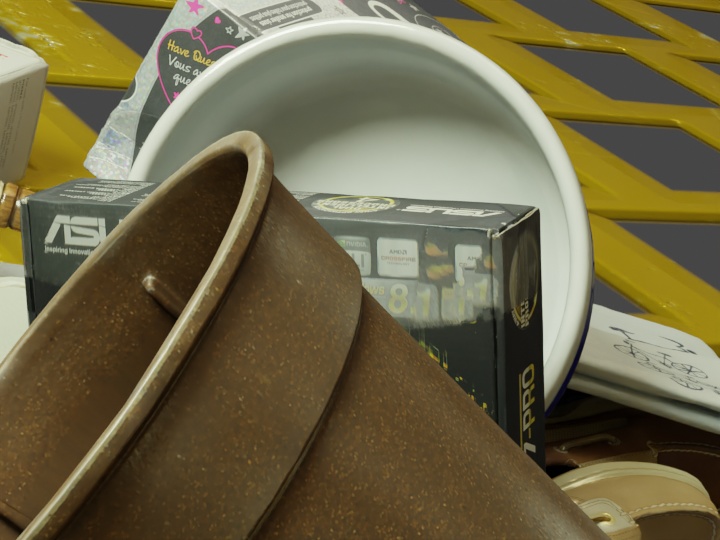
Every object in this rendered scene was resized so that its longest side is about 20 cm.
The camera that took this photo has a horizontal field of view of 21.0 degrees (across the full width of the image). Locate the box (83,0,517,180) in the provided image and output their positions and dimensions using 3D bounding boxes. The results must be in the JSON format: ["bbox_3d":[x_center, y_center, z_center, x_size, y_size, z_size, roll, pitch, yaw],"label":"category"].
[{"bbox_3d":[-0.023,-0.076,0.980,0.132,0.115,0.200,39,23,10],"label":"box"}]

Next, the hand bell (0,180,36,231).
[{"bbox_3d":[-0.162,-0.027,0.922,0.198,0.105,0.104,18,19,-11],"label":"hand bell"}]

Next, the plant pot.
[{"bbox_3d":[-0.022,0.097,0.593,0.198,0.200,0.201,39,14,-16],"label":"plant pot"}]

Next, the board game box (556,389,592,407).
[{"bbox_3d":[-0.010,0.038,0.997,0.198,0.062,0.200,5,20,-22],"label":"board game box"}]

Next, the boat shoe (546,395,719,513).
[{"bbox_3d":[0.098,0.104,0.902,0.198,0.076,0.072,1,32,-22],"label":"boat shoe"}]

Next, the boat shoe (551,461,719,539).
[{"bbox_3d":[0.080,0.133,0.809,0.198,0.074,0.069,-9,32,-30],"label":"boat shoe"}]

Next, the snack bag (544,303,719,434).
[{"bbox_3d":[0.135,0.039,0.961,0.187,0.022,0.200,16,10,-17],"label":"snack bag"}]

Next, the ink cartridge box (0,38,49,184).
[{"bbox_3d":[-0.288,-0.089,1.094,0.144,0.086,0.200,20,22,12],"label":"ink cartridge box"}]

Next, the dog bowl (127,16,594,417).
[{"bbox_3d":[0.000,0.000,0.818,0.198,0.202,0.079,20,-2,12],"label":"dog bowl"}]

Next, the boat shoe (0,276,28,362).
[{"bbox_3d":[-0.200,0.067,0.764,0.075,0.062,0.199,38,50,25],"label":"boat shoe"}]

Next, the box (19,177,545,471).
[{"bbox_3d":[-0.029,0.052,0.726,0.198,0.163,0.049,5,14,24],"label":"box"}]

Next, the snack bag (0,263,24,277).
[{"bbox_3d":[-0.196,0.030,0.914,0.187,0.022,0.200,8,22,-18],"label":"snack bag"}]
